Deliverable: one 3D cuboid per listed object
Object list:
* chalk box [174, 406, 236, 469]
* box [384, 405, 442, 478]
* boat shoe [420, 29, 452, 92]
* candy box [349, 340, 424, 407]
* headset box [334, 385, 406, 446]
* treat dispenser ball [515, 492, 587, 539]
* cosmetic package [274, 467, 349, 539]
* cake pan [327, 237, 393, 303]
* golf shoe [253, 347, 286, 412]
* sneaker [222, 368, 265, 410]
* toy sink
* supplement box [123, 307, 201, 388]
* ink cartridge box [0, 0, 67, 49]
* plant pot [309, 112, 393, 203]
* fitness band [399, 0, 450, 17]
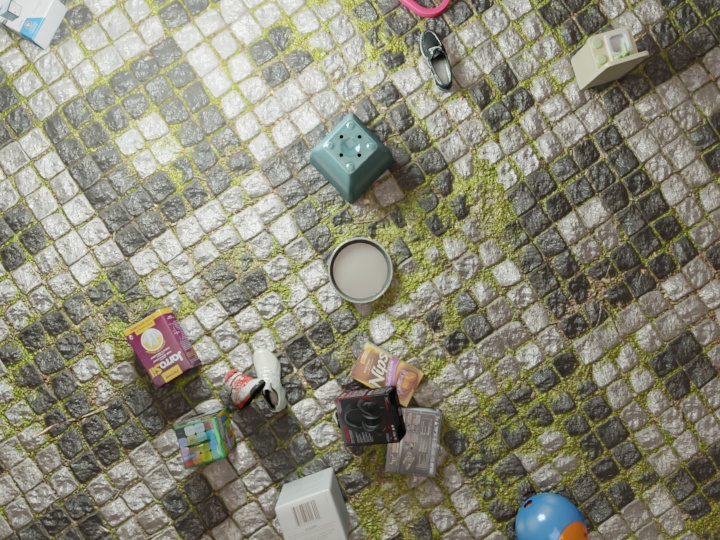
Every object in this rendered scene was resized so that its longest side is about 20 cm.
[{"bbox_3d":[-0.452,0.489,1.663,0.124,0.200,0.125,-15,89,0],"label":"chalk box"},{"bbox_3d":[0.160,0.517,1.739,0.157,0.048,0.202,6,89,2],"label":"box"},{"bbox_3d":[0.238,-0.650,1.753,0.075,0.060,0.201,-23,89,0],"label":"boat shoe"},{"bbox_3d":[0.079,0.314,1.739,0.199,0.056,0.117,28,90,2],"label":"candy box"},{"bbox_3d":[0.020,0.433,1.695,0.198,0.077,0.150,-11,94,22],"label":"headset box"},{"bbox_3d":[0.552,0.753,1.659,0.199,0.201,0.203,0,89,0],"label":"treat dispenser ball"},{"bbox_3d":[-0.135,0.704,1.659,0.166,0.200,0.168,-20,89,0],"label":"cosmetic package"},{"bbox_3d":[0.000,0.000,1.753,0.198,0.037,0.202,0,89,0],"label":"cake pan"},{"bbox_3d":[-0.273,0.328,1.719,0.078,0.097,0.201,-21,88,1],"label":"golf shoe"},{"bbox_3d":[-0.350,0.334,1.680,0.067,0.201,0.108,-33,80,-36],"label":"sneaker"},{"bbox_3d":[0.728,-0.633,1.684,0.129,0.200,0.113,-17,89,0],"label":"toy sink"},{"bbox_3d":[-0.592,0.231,1.716,0.130,0.103,0.201,-32,90,-1],"label":"supplement box"},{"bbox_3d":[-1.031,-0.796,1.744,0.199,0.086,0.147,27,89,-1],"label":"ink cartridge box"},{"bbox_3d":[-0.026,-0.343,1.679,0.196,0.200,0.196,-44,90,-1],"label":"plant pot"},{"bbox_3d":[0.189,-0.877,1.772,0.199,0.037,0.144,37,92,2],"label":"fitness band"}]
